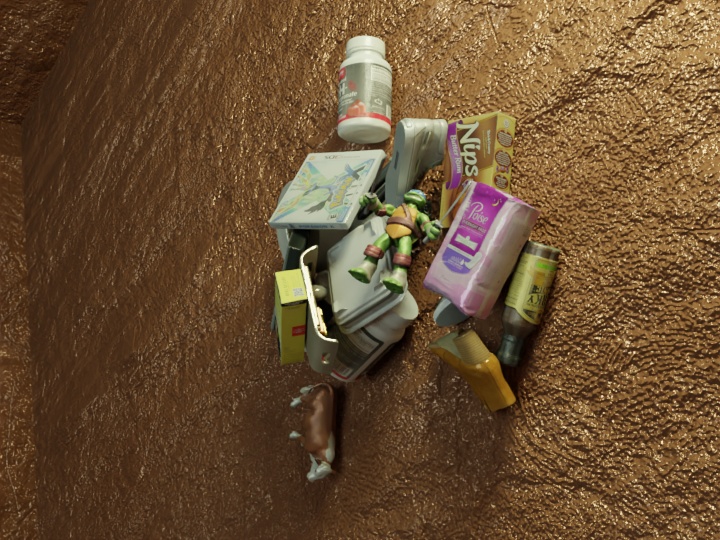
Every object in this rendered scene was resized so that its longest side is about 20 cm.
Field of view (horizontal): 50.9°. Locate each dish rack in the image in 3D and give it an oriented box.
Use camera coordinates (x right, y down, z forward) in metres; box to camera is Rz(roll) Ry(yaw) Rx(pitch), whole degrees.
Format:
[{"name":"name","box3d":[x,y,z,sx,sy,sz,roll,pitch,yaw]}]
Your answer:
[{"name":"dish rack","box3d":[0.000,0.000,1.396,0.171,0.043,0.200,-35,45,31]}]

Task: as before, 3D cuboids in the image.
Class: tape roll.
[{"name":"tape roll","box3d":[-0.106,-0.092,1.608,0.202,0.071,0.203,18,112,55]}]

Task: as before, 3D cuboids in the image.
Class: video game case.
[{"name":"video game case","box3d":[-0.065,-0.160,1.482,0.182,0.022,0.200,2,51,32]}]

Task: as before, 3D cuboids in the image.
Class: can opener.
[{"name":"can opener","box3d":[0.054,-0.180,1.474,0.200,0.079,0.063,-42,54,16]}]

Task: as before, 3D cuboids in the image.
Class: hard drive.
[{"name":"hard drive","box3d":[-0.136,0.003,1.513,0.140,0.033,0.200,-79,4,-58]}]

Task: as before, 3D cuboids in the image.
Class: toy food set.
[{"name":"toy food set","box3d":[-0.075,0.075,1.406,0.144,0.060,0.201,105,154,-59]}]

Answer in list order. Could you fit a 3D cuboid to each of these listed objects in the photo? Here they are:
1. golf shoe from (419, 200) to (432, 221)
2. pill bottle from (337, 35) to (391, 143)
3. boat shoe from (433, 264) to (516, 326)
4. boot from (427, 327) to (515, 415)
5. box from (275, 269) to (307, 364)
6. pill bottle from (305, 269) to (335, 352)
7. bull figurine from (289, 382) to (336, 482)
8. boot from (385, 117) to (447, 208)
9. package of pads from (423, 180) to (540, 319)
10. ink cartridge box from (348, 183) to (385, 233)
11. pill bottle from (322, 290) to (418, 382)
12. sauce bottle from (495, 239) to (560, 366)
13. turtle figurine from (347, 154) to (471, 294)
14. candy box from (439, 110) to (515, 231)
[{"name":"golf shoe","box3d":[0.060,-0.063,1.452,0.094,0.078,0.200,44,113,32]},{"name":"pill bottle","box3d":[0.009,-0.373,1.564,0.111,0.110,0.201,-11,73,48]},{"name":"boat shoe","box3d":[0.192,0.013,1.302,0.200,0.070,0.066,-51,40,28]},{"name":"boot","box3d":[0.185,0.171,1.268,0.144,0.071,0.201,61,169,1]},{"name":"box","box3d":[-0.131,0.090,1.413,0.200,0.050,0.075,98,160,-48]},{"name":"pill bottle","box3d":[-0.062,0.069,1.549,0.200,0.111,0.111,-53,47,28]},{"name":"bull figurine","box3d":[-0.092,0.328,1.560,0.121,0.065,0.201,3,83,46]},{"name":"boot","box3d":[0.106,-0.186,1.387,0.074,0.095,0.200,-111,24,-43]},{"name":"package of pads","box3d":[0.191,-0.033,1.213,0.120,0.076,0.200,35,101,50]},{"name":"ink cartridge box","box3d":[0.016,-0.112,1.546,0.162,0.050,0.200,-60,41,22]},{"name":"pill bottle","box3d":[0.014,0.114,1.449,0.200,0.114,0.114,-48,49,31]},{"name":"sauce bottle","box3d":[0.263,0.054,1.212,0.065,0.065,0.201,22,101,49]},{"name":"turtle figurine","box3d":[0.058,-0.074,1.270,0.194,0.144,0.200,-67,11,-16]},{"name":"candy box","box3d":[0.205,-0.170,1.334,0.116,0.056,0.201,1,84,49]}]
